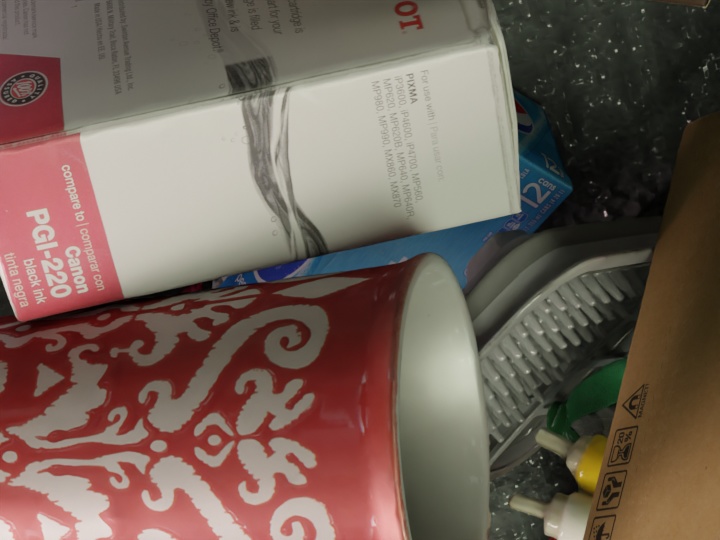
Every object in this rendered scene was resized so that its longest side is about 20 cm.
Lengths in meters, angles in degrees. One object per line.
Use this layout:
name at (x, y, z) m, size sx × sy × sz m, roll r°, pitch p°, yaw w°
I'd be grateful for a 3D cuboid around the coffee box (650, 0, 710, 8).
coffee box at (0.036, -0.168, 0.825) m, size 0.198 × 0.115 × 0.080 m, roll 5°, pitch 127°, yaw -14°

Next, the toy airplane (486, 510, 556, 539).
toy airplane at (0.143, 0.121, 1.037) m, size 0.198 × 0.200 × 0.142 m, roll -29°, pitch 85°, yaw 24°

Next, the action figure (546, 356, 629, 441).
action figure at (0.154, 0.046, 0.950) m, size 0.118 × 0.055 × 0.199 m, roll -19°, pitch 177°, yaw -44°

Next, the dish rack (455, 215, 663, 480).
dish rack at (0.067, 0.034, 0.980) m, size 0.172 × 0.044 × 0.199 m, roll -47°, pitch 162°, yaw 24°

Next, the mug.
mug at (-0.061, 0.089, 0.838) m, size 0.198 × 0.133 × 0.179 m, roll -4°, pitch 90°, yaw 16°

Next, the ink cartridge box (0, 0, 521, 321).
ink cartridge box at (-0.048, -0.072, 0.861) m, size 0.198 × 0.146 × 0.085 m, roll -14°, pitch 127°, yaw 0°

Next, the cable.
cable at (0.157, 0.127, 0.918) m, size 0.198 × 0.050 × 0.098 m, roll 9°, pitch 92°, yaw 21°

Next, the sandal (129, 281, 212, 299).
sandal at (-0.086, 0.008, 0.964) m, size 0.200 × 0.075 × 0.045 m, roll -39°, pitch 124°, yaw 15°

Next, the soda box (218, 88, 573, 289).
soda box at (0.000, 0.000, 0.980) m, size 0.068 × 0.064 × 0.200 m, roll 28°, pitch 117°, yaw -28°

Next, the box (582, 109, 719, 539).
box at (0.154, 0.019, 0.843) m, size 0.021 × 0.202 × 0.163 m, roll 25°, pitch 160°, yaw -22°
